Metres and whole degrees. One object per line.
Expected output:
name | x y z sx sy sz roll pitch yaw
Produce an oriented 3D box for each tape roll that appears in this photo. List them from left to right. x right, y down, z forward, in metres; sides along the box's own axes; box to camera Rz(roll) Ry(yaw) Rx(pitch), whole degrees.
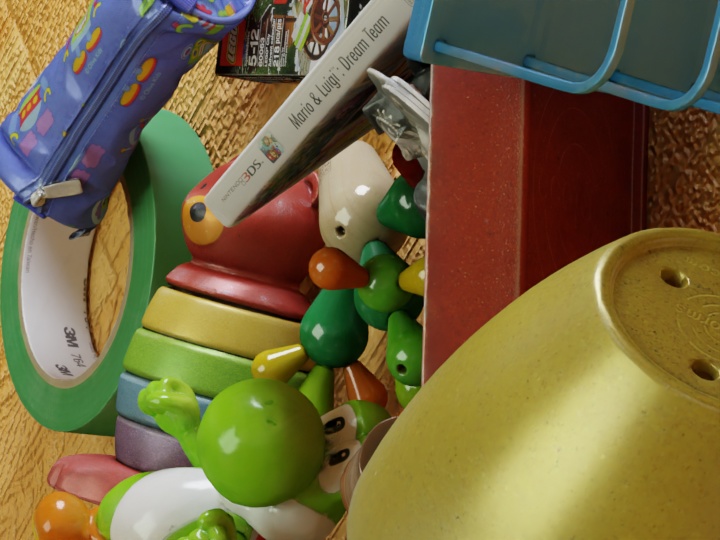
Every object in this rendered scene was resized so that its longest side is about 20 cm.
tape roll | -0.152 -0.001 1.668 0.200 0.048 0.201 -15 72 55

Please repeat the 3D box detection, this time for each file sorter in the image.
file sorter | 0.143 -0.128 1.098 0.123 0.200 0.139 25 105 52

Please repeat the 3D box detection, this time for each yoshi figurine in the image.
yoshi figurine | -0.080 0.106 1.334 0.200 0.112 0.113 -28 89 24

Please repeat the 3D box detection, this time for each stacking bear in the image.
stacking bear | -0.073 0.038 1.481 0.121 0.114 0.201 16 91 49

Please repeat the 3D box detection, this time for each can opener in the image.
can opener | 0.062 -0.038 1.242 0.067 0.200 0.053 -47 51 -7

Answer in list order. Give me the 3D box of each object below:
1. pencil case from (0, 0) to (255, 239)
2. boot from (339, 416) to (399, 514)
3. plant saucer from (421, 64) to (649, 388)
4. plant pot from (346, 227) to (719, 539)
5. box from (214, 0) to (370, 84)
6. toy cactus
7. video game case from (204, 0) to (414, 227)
pencil case | -0.136 -0.107 1.551 0.200 0.078 0.087 -51 14 35
boot | 0.086 0.125 1.237 0.074 0.200 0.155 -62 -8 -15
plant saucer | 0.084 -0.029 1.207 0.037 0.200 0.201 -2 81 24
plant pot | 0.109 0.069 1.022 0.200 0.199 0.142 62 143 42
box | -0.020 -0.202 1.509 0.136 0.038 0.201 6 89 57
toy cactus | 0.000 0.000 1.392 0.165 0.102 0.200 -106 30 -47
video game case | 0.031 -0.114 1.292 0.024 0.200 0.182 47 133 4
